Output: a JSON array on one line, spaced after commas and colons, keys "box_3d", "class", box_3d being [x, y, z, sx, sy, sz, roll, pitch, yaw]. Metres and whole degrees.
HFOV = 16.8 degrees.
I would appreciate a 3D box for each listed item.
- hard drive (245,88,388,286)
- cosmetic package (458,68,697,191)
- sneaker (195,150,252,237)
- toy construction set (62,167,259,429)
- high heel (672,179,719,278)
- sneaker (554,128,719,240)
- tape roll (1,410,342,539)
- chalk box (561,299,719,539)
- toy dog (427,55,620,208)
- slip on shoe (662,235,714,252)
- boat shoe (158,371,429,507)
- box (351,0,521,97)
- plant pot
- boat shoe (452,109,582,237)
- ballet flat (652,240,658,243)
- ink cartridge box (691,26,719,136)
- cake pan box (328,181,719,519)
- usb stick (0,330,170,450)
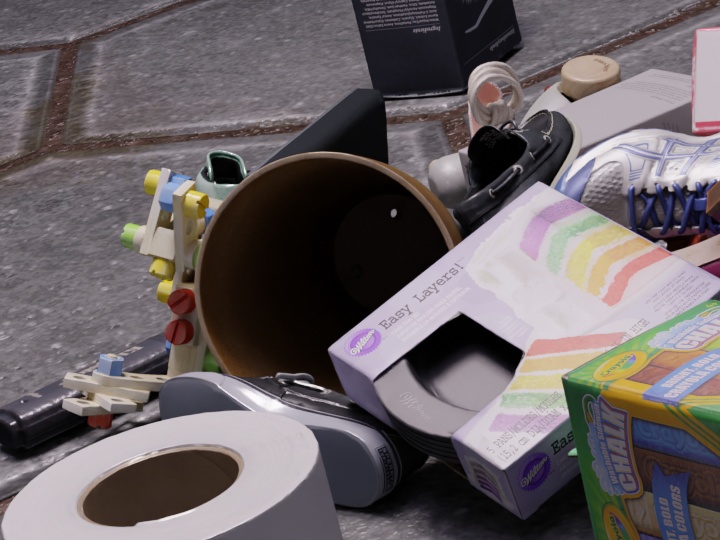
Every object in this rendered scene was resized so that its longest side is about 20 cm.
[{"box_3d": [-0.028, -0.042, 1.862, 0.033, 0.140, 0.200, 7, 25, 23], "class": "hard drive"}, {"box_3d": [0.191, -0.086, 1.924, 0.199, 0.085, 0.107, -24, 23, -24], "class": "cosmetic package"}, {"box_3d": [-0.102, -0.035, 1.897, 0.073, 0.119, 0.200, 1, 6, -11], "class": "sneaker"}, {"box_3d": [-0.133, 0.026, 1.728, 0.092, 0.201, 0.131, 29, 15, 18], "class": "toy construction set"}, {"box_3d": [0.229, 0.020, 1.609, 0.200, 0.096, 0.068, -47, 13, 36], "class": "high heel"}, {"box_3d": [0.227, -0.056, 1.637, 0.199, 0.076, 0.088, -15, 21, -7], "class": "sneaker"}, {"box_3d": [-0.114, 0.160, 1.480, 0.201, 0.071, 0.203, -12, 20, 4], "class": "tape roll"}, {"box_3d": [0.200, 0.098, 1.357, 0.124, 0.124, 0.200, -26, 23, -33], "class": "chalk box"}, {"box_3d": [0.132, -0.117, 2.005, 0.199, 0.133, 0.096, -2, 20, -34], "class": "toy dog"}, {"box_3d": [0.249, -0.009, 1.724, 0.061, 0.074, 0.200, -46, 23, 12], "class": "slip on shoe"}, {"box_3d": [-0.043, 0.101, 1.593, 0.199, 0.074, 0.068, 6, 21, 39], "class": "boat shoe"}, {"box_3d": [0.066, -0.287, 2.386, 0.104, 0.201, 0.148, -2, 21, 30], "class": "box"}, {"box_3d": [0.000, 0.000, 1.717, 0.185, 0.187, 0.200, -8, 6, 15], "class": "plant pot"}, {"box_3d": [0.105, -0.073, 1.753, 0.074, 0.066, 0.200, -36, 16, 37], "class": "boat shoe"}, {"box_3d": [0.174, -0.032, 1.710, 0.200, 0.070, 0.069, -44, 25, -5], "class": "ballet flat"}, {"box_3d": [0.354, -0.136, 1.841, 0.145, 0.085, 0.200, -1, -5, 30], "class": "ink cartridge box"}, {"box_3d": [0.103, 0.047, 1.513, 0.200, 0.052, 0.184, -37, 39, -17], "class": "cake pan box"}, {"box_3d": [-0.180, 0.080, 1.799, 0.199, 0.033, 0.055, -26, 23, -29], "class": "usb stick"}]
